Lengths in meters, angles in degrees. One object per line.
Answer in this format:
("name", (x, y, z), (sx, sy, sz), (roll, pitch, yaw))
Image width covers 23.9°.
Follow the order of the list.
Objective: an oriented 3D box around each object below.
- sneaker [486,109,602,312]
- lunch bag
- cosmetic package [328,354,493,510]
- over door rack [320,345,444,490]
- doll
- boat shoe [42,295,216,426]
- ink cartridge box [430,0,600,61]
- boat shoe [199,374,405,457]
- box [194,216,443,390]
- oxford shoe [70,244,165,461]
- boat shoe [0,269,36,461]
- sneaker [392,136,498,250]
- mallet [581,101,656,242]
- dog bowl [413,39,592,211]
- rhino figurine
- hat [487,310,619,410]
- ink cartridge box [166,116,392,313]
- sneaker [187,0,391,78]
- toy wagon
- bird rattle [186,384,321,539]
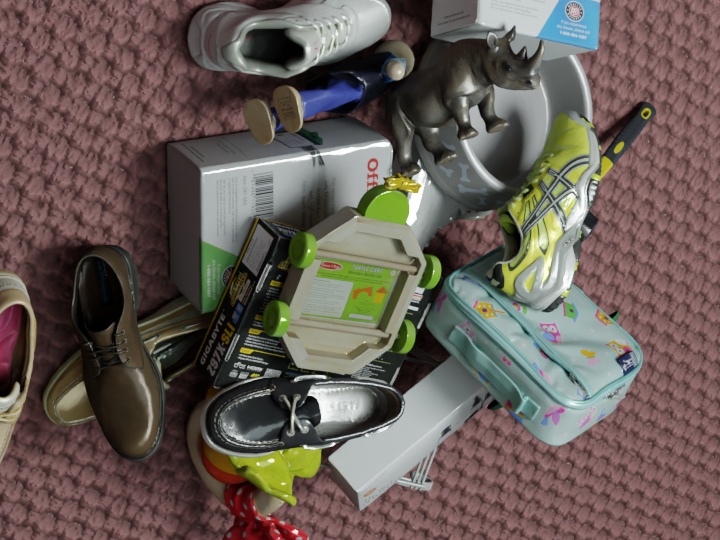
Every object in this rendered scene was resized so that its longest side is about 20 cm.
("sneaker", (0.176, -0.065, 1.621), (0.076, 0.075, 0.201), (18, 71, -14))
("lunch bag", (0.169, 0.071, 1.648), (0.160, 0.200, 0.077), (-22, 149, -50))
("cosmetic package", (0.060, 0.152, 1.700), (0.200, 0.051, 0.083), (-39, 160, -12))
("over door rack", (0.009, 0.142, 1.761), (0.199, 0.067, 0.149), (12, 102, -34))
("doll", (-0.013, -0.171, 1.579), (0.200, 0.136, 0.049), (-30, 99, -47))
("boat shoe", (-0.206, 0.089, 1.608), (0.200, 0.076, 0.072), (-35, 125, -12))
("ink cartridge box", (0.149, -0.311, 1.602), (0.144, 0.084, 0.201), (6, 84, -32))
("boat shoe", (-0.050, 0.132, 1.565), (0.199, 0.060, 0.074), (1, 82, -33))
("box", (-0.038, 0.048, 1.610), (0.199, 0.049, 0.160), (13, 107, -36))
("oxford shoe", (-0.228, 0.077, 1.540), (0.072, 0.084, 0.201), (-15, 88, 6))
("boat shoe", (-0.336, 0.103, 1.543), (0.073, 0.069, 0.201), (0, 110, -30))
("sneaker", (0.076, -0.049, 1.716), (0.115, 0.074, 0.201), (15, 101, -30))
("mallet", (0.261, -0.102, 1.785), (0.066, 0.041, 0.200), (48, 61, 2))
("dog bowl", (0.146, -0.157, 1.679), (0.199, 0.059, 0.201), (0, 90, -34))
("rhino figurine", (0.095, -0.163, 1.556), (0.060, 0.200, 0.088), (-14, 78, -45))
("hat", (0.165, 0.022, 1.814), (0.200, 0.166, 0.176), (-35, 88, -32))
("ink cartridge box", (-0.076, -0.056, 1.617), (0.199, 0.084, 0.147), (-11, 117, -27))
("sneaker", (-0.051, -0.210, 1.558), (0.199, 0.099, 0.078), (-16, 118, -24))
("toy wagon", (0.000, 0.000, 1.551), (0.154, 0.040, 0.201), (9, 110, -35))
("bird rattle", (-0.105, 0.194, 1.670), (0.112, 0.163, 0.200), (-32, 156, -32))
